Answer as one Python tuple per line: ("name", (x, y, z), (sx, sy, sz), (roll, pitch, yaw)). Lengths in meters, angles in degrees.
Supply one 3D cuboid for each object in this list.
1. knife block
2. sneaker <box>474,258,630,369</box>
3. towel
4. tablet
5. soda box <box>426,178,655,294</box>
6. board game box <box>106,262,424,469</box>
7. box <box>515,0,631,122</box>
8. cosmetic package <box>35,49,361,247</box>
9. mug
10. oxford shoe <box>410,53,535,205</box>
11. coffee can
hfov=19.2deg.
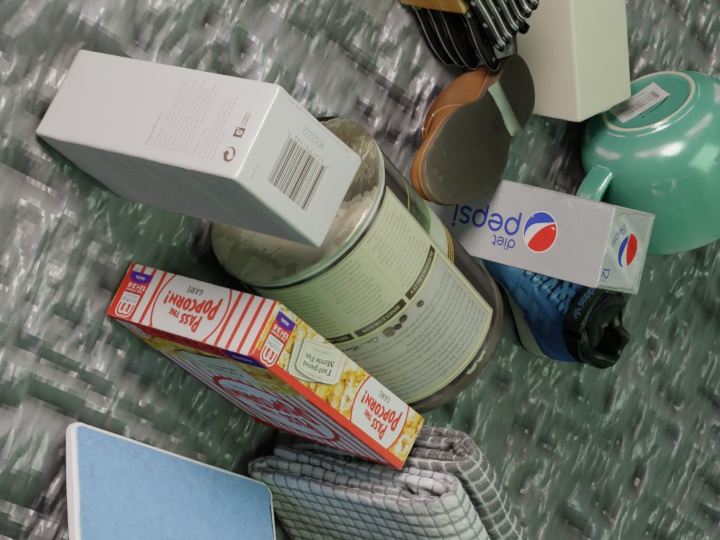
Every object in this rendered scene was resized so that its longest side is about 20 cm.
("knife block", (0.053, -0.250, 1.681), (0.200, 0.176, 0.064), (38, 64, 1))
("sneaker", (0.169, 0.009, 1.833), (0.077, 0.111, 0.200), (-50, 133, -26))
("towel", (0.032, 0.191, 1.669), (0.086, 0.199, 0.166), (-56, 136, -31))
("tablet", (-0.134, 0.193, 1.554), (0.200, 0.014, 0.131), (23, 48, -41))
("soda box", (0.133, -0.035, 1.713), (0.063, 0.200, 0.069), (9, 95, -50))
("board game box", (-0.067, 0.070, 1.556), (0.200, 0.151, 0.046), (40, 71, -46))
("box", (0.177, -0.234, 1.806), (0.082, 0.068, 0.201), (-25, 119, -41))
("cosmetic package", (-0.110, -0.083, 1.427), (0.101, 0.200, 0.071), (39, 71, -47))
("mug", (0.267, -0.095, 1.874), (0.115, 0.152, 0.185), (63, 35, -31))
("oxford shoe", (0.076, -0.105, 1.697), (0.200, 0.071, 0.072), (-51, 125, -53))
("coffee can", (0.000, 0.000, 1.614), (0.200, 0.146, 0.147), (48, 66, -44))
